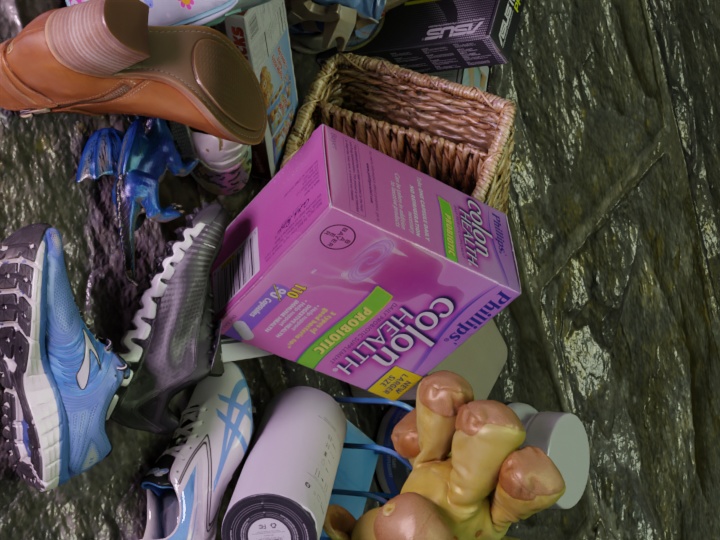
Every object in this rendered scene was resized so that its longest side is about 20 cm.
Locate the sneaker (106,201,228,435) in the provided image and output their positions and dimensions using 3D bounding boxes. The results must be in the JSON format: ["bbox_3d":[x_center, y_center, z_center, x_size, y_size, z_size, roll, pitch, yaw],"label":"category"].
[{"bbox_3d":[-0.142,0.044,1.193,0.090,0.066,0.200,28,85,-11],"label":"sneaker"}]

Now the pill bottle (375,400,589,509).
[{"bbox_3d":[0.125,0.190,1.511,0.114,0.200,0.114,5,84,-55],"label":"pill bottle"}]

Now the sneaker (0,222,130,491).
[{"bbox_3d":[-0.226,0.060,1.113,0.089,0.078,0.200,-16,110,-39],"label":"sneaker"}]

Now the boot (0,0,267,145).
[{"bbox_3d":[-0.182,-0.135,1.125,0.200,0.155,0.077,20,62,-49],"label":"boot"}]

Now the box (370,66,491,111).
[{"bbox_3d":[0.064,-0.168,1.519,0.060,0.116,0.200,35,59,-52],"label":"box"}]

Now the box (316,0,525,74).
[{"bbox_3d":[0.068,-0.268,1.453,0.044,0.200,0.160,45,54,-44],"label":"box"}]

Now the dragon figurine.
[{"bbox_3d":[-0.188,-0.085,1.197,0.099,0.059,0.200,49,46,-39],"label":"dragon figurine"}]

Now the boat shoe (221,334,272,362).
[{"bbox_3d":[-0.110,0.041,1.302,0.200,0.072,0.068,-7,96,-48],"label":"boat shoe"}]

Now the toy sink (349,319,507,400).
[{"bbox_3d":[0.042,0.054,1.479,0.200,0.112,0.130,59,44,-28],"label":"toy sink"}]

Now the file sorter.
[{"bbox_3d":[-0.003,0.232,1.395,0.139,0.123,0.200,44,54,-44],"label":"file sorter"}]

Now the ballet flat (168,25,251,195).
[{"bbox_3d":[-0.130,-0.148,1.262,0.069,0.071,0.200,-28,118,-25],"label":"ballet flat"}]

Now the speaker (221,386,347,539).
[{"bbox_3d":[-0.061,0.175,1.264,0.200,0.081,0.081,-74,150,-67],"label":"speaker"}]

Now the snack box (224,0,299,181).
[{"bbox_3d":[-0.085,-0.173,1.314,0.200,0.024,0.072,84,26,-51],"label":"snack box"}]

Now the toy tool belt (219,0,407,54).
[{"bbox_3d":[-0.041,-0.263,1.364,0.200,0.123,0.125,-3,91,-55],"label":"toy tool belt"}]

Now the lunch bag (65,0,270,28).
[{"bbox_3d":[-0.154,-0.253,1.136,0.077,0.200,0.161,-34,108,-45],"label":"lunch bag"}]

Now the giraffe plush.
[{"bbox_3d":[0.057,0.212,1.279,0.162,0.172,0.200,-33,143,-33],"label":"giraffe plush"}]

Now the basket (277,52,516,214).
[{"bbox_3d":[0.027,-0.089,1.359,0.143,0.200,0.149,-53,154,-39],"label":"basket"}]

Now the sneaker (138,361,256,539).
[{"bbox_3d":[-0.142,0.160,1.248,0.072,0.072,0.200,33,56,-32],"label":"sneaker"}]

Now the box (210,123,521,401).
[{"bbox_3d":[0.000,0.000,1.248,0.200,0.176,0.097,23,41,-30],"label":"box"}]
